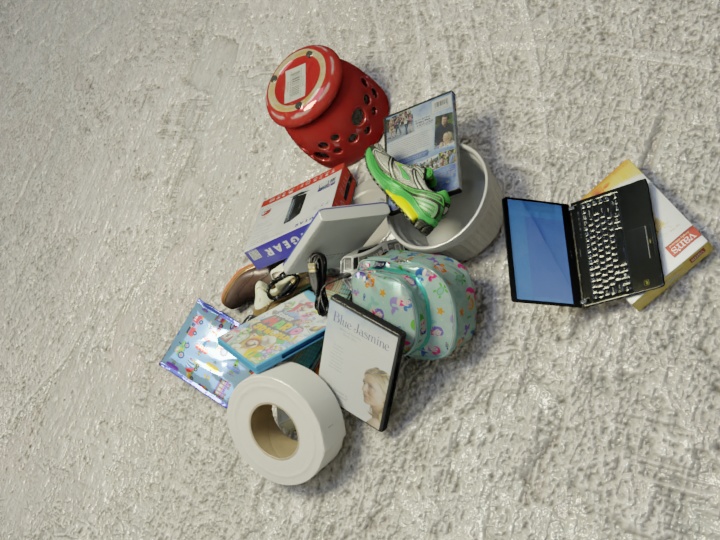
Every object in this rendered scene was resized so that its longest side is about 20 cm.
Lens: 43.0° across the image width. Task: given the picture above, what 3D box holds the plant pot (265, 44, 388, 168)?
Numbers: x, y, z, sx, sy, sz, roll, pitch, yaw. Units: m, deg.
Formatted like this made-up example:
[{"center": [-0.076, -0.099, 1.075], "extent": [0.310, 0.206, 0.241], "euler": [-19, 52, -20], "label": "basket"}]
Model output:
[{"center": [-0.069, -0.329, 1.798], "extent": [0.199, 0.182, 0.202], "euler": [-15, 61, 28], "label": "plant pot"}]

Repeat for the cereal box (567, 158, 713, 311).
[{"center": [0.416, -0.057, 1.394], "extent": [0.144, 0.039, 0.200], "euler": [-43, 50, 14], "label": "cereal box"}]

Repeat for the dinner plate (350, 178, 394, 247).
[{"center": [0.017, -0.091, 1.722], "extent": [0.199, 0.024, 0.202], "euler": [-16, 60, 29], "label": "dinner plate"}]

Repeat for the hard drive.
[{"center": [-0.045, -0.055, 1.600], "extent": [0.200, 0.131, 0.026], "euler": [-50, 54, 55], "label": "hard drive"}]

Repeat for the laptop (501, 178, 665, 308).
[{"center": [0.328, -0.046, 1.364], "extent": [0.199, 0.103, 0.179], "euler": [-18, 62, 34], "label": "laptop"}]

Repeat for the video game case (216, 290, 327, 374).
[{"center": [-0.135, 0.104, 1.611], "extent": [0.199, 0.018, 0.143], "euler": [-27, 31, -26], "label": "video game case"}]

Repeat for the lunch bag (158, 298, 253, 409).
[{"center": [-0.264, 0.171, 1.770], "extent": [0.199, 0.094, 0.151], "euler": [28, 84, 31], "label": "lunch bag"}]

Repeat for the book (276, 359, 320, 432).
[{"center": [-0.063, 0.186, 1.632], "extent": [0.199, 0.048, 0.134], "euler": [-28, 51, 22], "label": "book"}]

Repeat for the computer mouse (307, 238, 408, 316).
[{"center": [0.000, 0.000, 1.622], "extent": [0.044, 0.199, 0.110], "euler": [-170, 63, -70], "label": "computer mouse"}]

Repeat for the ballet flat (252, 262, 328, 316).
[{"center": [-0.151, 0.032, 1.721], "extent": [0.200, 0.072, 0.068], "euler": [-40, 29, 17], "label": "ballet flat"}]

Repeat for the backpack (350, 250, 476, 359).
[{"center": [0.086, 0.060, 1.502], "extent": [0.199, 0.150, 0.179], "euler": [5, 106, 32], "label": "backpack"}]

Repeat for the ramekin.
[{"center": [0.152, -0.108, 1.574], "extent": [0.199, 0.105, 0.202], "euler": [-17, 59, 29], "label": "ramekin"}]

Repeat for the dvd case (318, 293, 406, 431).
[{"center": [-0.002, 0.152, 1.488], "extent": [0.142, 0.018, 0.201], "euler": [28, 126, 27], "label": "dvd case"}]

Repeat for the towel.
[{"center": [-0.096, 0.096, 1.687], "extent": [0.146, 0.022, 0.201], "euler": [11, 66, 45], "label": "towel"}]

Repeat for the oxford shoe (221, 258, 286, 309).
[{"center": [-0.190, 0.024, 1.789], "extent": [0.200, 0.071, 0.073], "euler": [-37, 55, 16], "label": "oxford shoe"}]

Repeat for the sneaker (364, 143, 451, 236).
[{"center": [0.079, -0.146, 1.514], "extent": [0.085, 0.078, 0.200], "euler": [-43, 59, 4], "label": "sneaker"}]

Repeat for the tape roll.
[{"center": [-0.128, 0.260, 1.555], "extent": [0.201, 0.071, 0.204], "euler": [11, 112, 28], "label": "tape roll"}]

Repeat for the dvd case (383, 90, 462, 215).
[{"center": [0.104, -0.202, 1.573], "extent": [0.142, 0.018, 0.201], "euler": [-17, 60, 30], "label": "dvd case"}]

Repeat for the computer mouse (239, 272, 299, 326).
[{"center": [-0.178, 0.085, 1.693], "extent": [0.201, 0.058, 0.034], "euler": [-56, 4, 13], "label": "computer mouse"}]

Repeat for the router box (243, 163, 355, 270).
[{"center": [-0.113, -0.105, 1.754], "extent": [0.199, 0.049, 0.180], "euler": [-23, 30, 23], "label": "router box"}]
